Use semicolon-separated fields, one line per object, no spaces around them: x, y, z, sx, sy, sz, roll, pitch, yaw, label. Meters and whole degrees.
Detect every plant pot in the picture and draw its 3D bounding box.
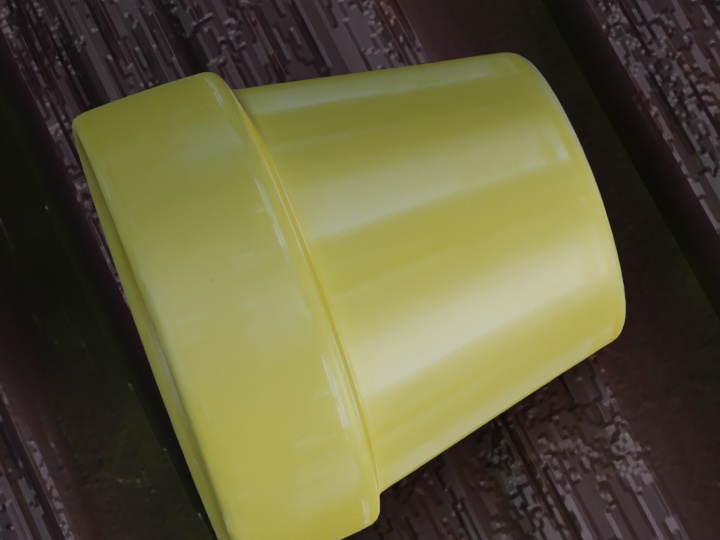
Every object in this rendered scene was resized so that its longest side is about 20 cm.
0.000;0.000;1.018;0.188;0.201;0.202;-20;73;-6;plant pot
